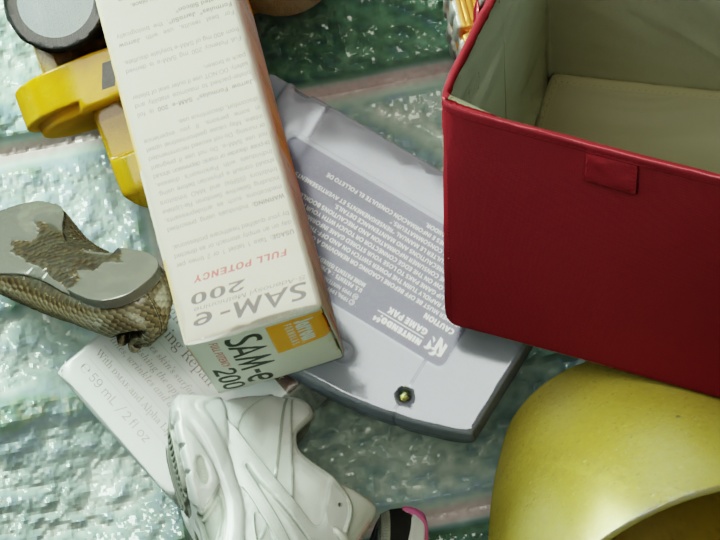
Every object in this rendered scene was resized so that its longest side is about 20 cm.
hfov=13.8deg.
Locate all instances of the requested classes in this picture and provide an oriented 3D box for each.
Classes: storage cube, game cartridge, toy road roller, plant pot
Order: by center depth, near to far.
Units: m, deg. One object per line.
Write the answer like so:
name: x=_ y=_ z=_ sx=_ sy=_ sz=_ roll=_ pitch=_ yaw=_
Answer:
storage cube: x=0.148 y=-0.065 z=1.469 sx=0.199 sy=0.180 sz=0.171 roll=15 pitch=56 yaw=13
plant pot: x=0.145 y=0.127 z=1.528 sx=0.199 sy=0.200 sz=0.142 roll=-25 pitch=48 yaw=0
game cartridge: x=0.000 y=0.000 z=1.575 sx=0.200 sy=0.041 sz=0.133 roll=31 pitch=77 yaw=12
toy road roller: x=-0.094 y=-0.121 z=1.652 sx=0.199 sy=0.123 sz=0.147 roll=-20 pitch=88 yaw=2

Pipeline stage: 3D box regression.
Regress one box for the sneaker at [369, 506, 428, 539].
sneaker: x=-0.025 y=0.211 z=1.571 sx=0.087 sy=0.074 sz=0.201 roll=21 pitch=83 yaw=6

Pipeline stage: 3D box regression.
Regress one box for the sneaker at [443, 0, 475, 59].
sneaker: x=0.102 y=-0.081 z=1.637 sx=0.077 sy=0.078 sz=0.201 roll=-12 pitch=75 yaw=-6

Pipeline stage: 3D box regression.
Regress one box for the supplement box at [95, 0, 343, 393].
supplement box: x=-0.072 y=-0.051 z=1.511 sx=0.073 sy=0.126 sz=0.201 roll=-16 pitch=75 yaw=1

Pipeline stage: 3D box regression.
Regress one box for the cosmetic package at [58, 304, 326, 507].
cosmetic package: x=-0.054 y=0.029 z=1.626 sx=0.200 sy=0.074 sz=0.102 roll=-43 pitch=76 yaw=-4

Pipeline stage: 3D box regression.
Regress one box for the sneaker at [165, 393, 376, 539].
sneaker: x=-0.035 y=0.149 z=1.523 sx=0.099 sy=0.078 sz=0.201 roll=-10 pitch=72 yaw=-10

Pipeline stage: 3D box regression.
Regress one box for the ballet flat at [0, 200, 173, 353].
ballet flat: x=-0.158 y=0.005 z=1.616 sx=0.067 sy=0.046 sz=0.200 roll=-39 pitch=30 yaw=-22
